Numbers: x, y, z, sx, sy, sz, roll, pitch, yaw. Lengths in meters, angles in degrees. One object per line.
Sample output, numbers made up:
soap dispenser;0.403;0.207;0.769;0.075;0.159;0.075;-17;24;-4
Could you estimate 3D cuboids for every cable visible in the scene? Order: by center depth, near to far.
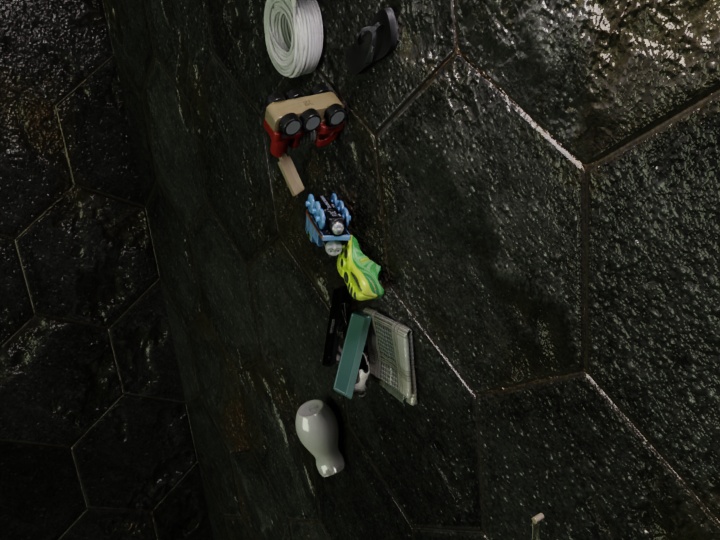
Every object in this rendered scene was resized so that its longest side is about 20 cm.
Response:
cable;-0.157;-0.548;1.674;0.199;0.068;0.203;21;124;56

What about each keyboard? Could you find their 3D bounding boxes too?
keyboard;-0.052;0.143;1.845;0.104;0.039;0.204;163;116;-68

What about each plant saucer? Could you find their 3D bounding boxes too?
plant saucer;-0.022;0.201;1.755;0.070;0.019;0.203;14;91;55

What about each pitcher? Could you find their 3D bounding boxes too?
pitcher;-0.122;0.471;2.137;0.172;0.120;0.203;-134;24;-64

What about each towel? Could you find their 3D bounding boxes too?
towel;0.065;0.204;1.726;0.192;0.034;0.203;24;126;54

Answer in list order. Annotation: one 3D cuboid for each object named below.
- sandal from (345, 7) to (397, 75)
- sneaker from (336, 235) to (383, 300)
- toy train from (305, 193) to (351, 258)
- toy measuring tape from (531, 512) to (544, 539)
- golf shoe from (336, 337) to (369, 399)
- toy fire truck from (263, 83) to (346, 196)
sandal;0.016;-0.444;1.450;0.200;0.042;0.077;-32;77;61
sneaker;0.000;0.000;1.688;0.075;0.082;0.201;-57;35;32
toy train;-0.077;-0.108;1.722;0.200;0.085;0.116;-125;35;-60
toy measuring tape;0.350;0.555;1.383;0.073;0.073;0.203;31;131;50
golf shoe;-0.013;0.222;1.824;0.095;0.077;0.201;-66;29;30
toy fire truck;-0.128;-0.291;1.650;0.129;0.174;0.201;54;147;28
